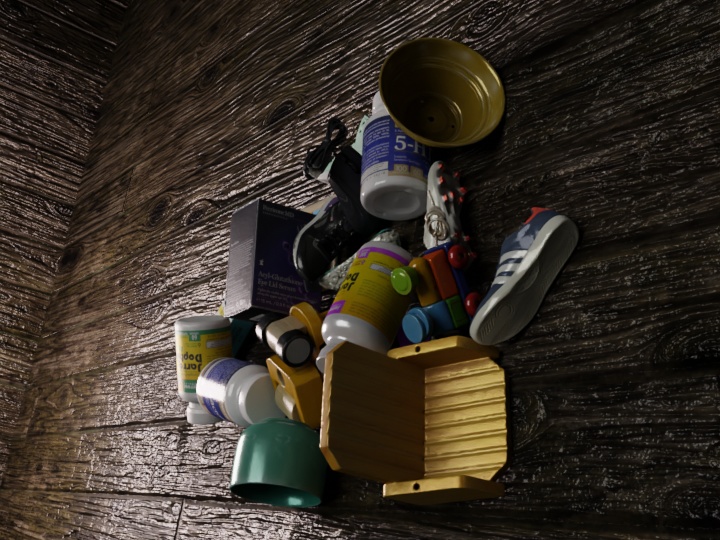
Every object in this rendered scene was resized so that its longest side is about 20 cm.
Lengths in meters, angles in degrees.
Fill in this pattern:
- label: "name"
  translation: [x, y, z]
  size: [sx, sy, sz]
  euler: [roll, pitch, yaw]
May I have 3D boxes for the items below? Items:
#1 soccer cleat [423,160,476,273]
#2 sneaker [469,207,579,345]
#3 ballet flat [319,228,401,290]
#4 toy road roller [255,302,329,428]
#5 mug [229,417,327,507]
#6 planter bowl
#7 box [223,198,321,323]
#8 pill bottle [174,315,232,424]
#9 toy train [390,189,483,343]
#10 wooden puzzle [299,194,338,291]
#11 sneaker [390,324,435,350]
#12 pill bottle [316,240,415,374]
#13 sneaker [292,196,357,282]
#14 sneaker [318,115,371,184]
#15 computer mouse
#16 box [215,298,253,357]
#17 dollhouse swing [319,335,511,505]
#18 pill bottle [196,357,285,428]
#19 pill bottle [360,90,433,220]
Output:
- label: "soccer cleat"
  translation: [0.122, -0.077, 1.380]
  size: [0.077, 0.069, 0.202]
  euler: [-35, 48, 39]
- label: "sneaker"
  translation: [0.204, 0.005, 1.207]
  size: [0.201, 0.075, 0.085]
  euler: [-53, 36, 8]
- label: "ballet flat"
  translation: [0.000, 0.000, 1.531]
  size: [0.200, 0.071, 0.072]
  euler: [-36, 45, 45]
- label: "toy road roller"
  translation: [-0.077, 0.151, 1.536]
  size: [0.123, 0.145, 0.202]
  euler: [30, 135, 58]
- label: "mug"
  translation: [-0.137, 0.310, 1.476]
  size: [0.184, 0.151, 0.116]
  euler: [-26, 49, 48]
- label: "planter bowl"
  translation: [0.118, -0.255, 1.414]
  size: [0.084, 0.198, 0.202]
  euler: [111, 163, -61]
- label: "box"
  translation: [-0.153, -0.008, 1.633]
  size: [0.104, 0.147, 0.202]
  euler: [-20, 64, 51]
- label: "pill bottle"
  translation: [-0.306, 0.195, 1.801]
  size: [0.112, 0.112, 0.202]
  euler: [5, 98, 57]
- label: "toy train"
  translation: [0.087, -0.004, 1.273]
  size: [0.084, 0.115, 0.202]
  euler: [-19, 90, 50]
- label: "wooden puzzle"
  translation: [-0.099, -0.044, 1.728]
  size: [0.184, 0.037, 0.202]
  euler: [-17, 59, 53]
- label: "sneaker"
  translation: [0.026, 0.130, 1.375]
  size: [0.200, 0.099, 0.070]
  euler: [-46, 41, 34]
- label: "pill bottle"
  translation: [0.009, 0.063, 1.313]
  size: [0.104, 0.104, 0.201]
  euler: [-19, 37, 51]
- label: "sneaker"
  translation: [-0.047, -0.068, 1.581]
  size: [0.087, 0.076, 0.201]
  euler: [-18, 35, 43]
- label: "sneaker"
  translation: [-0.004, -0.213, 1.641]
  size: [0.199, 0.073, 0.120]
  euler: [-2, 77, 46]
- label: "computer mouse"
  translation: [-0.008, -0.143, 1.515]
  size: [0.052, 0.201, 0.139]
  euler: [-7, 41, 37]
- label: "box"
  translation: [-0.265, 0.107, 1.884]
  size: [0.201, 0.049, 0.082]
  euler: [-59, 33, 17]
- label: "dollhouse swing"
  translation: [0.072, 0.177, 1.167]
  size: [0.180, 0.175, 0.202]
  euler: [-15, 57, 32]
- label: "pill bottle"
  translation: [-0.214, 0.226, 1.675]
  size: [0.199, 0.115, 0.117]
  euler: [2, 74, 57]
- label: "pill bottle"
  translation: [0.061, -0.196, 1.489]
  size: [0.119, 0.119, 0.202]
  euler: [-29, 50, 46]
